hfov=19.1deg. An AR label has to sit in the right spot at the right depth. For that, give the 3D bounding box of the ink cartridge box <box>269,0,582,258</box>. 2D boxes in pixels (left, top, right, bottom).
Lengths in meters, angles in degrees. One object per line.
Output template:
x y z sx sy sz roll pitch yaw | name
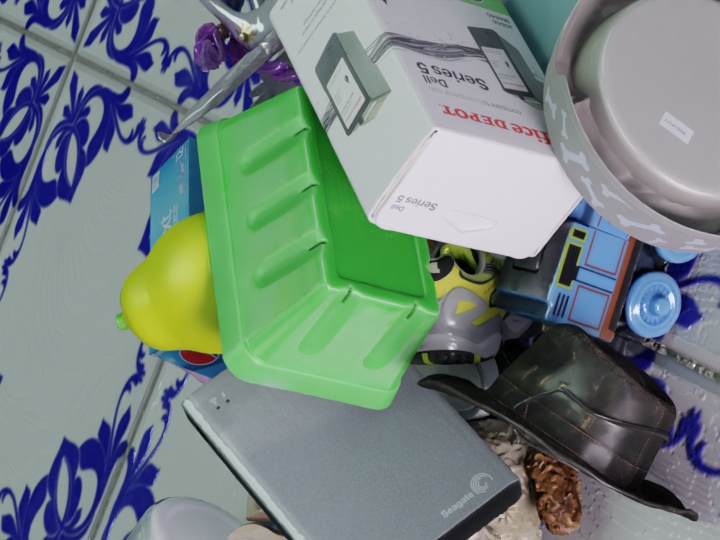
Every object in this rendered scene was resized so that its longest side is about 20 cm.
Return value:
0.046 -0.114 1.389 0.084 0.145 0.200 -53 45 30 | ink cartridge box

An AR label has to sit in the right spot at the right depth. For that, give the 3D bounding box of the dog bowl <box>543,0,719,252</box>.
0.204 -0.102 1.343 0.059 0.200 0.200 133 145 -59 | dog bowl

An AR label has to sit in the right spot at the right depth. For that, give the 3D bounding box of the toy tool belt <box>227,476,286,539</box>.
-0.046 0.190 1.626 0.125 0.123 0.200 70 -151 -67 | toy tool belt

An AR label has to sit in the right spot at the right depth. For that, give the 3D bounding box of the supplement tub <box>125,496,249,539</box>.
-0.172 0.296 1.786 0.200 0.122 0.123 -55 34 25 | supplement tub

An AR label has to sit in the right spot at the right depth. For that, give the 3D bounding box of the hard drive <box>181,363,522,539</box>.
-0.007 0.120 1.427 0.139 0.033 0.200 -35 58 -13 | hard drive

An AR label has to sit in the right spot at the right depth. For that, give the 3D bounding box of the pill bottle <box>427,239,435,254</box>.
0.000 0.000 1.604 0.200 0.113 0.113 -53 -15 -85 | pill bottle

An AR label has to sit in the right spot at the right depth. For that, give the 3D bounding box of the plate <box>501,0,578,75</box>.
0.102 -0.166 1.469 0.200 0.026 0.201 -15 71 51 | plate

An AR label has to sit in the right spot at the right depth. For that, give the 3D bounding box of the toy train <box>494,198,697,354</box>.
0.170 -0.041 1.432 0.087 0.114 0.200 16 88 59 | toy train

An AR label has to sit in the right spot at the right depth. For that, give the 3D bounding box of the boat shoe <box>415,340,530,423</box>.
0.074 0.082 1.573 0.200 0.060 0.076 -172 80 -68 | boat shoe

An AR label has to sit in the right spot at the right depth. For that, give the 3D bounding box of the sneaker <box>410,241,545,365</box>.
0.084 0.012 1.492 0.075 0.200 0.077 -2 99 16 | sneaker

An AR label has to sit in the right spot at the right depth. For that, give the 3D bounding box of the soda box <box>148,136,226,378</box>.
-0.134 -0.012 1.807 0.064 0.068 0.200 -42 38 38 | soda box

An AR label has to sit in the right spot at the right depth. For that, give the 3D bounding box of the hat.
0.138 0.081 1.352 0.081 0.200 0.201 -63 31 2 | hat

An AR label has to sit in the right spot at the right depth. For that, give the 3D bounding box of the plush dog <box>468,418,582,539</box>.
0.065 0.175 1.475 0.172 0.160 0.200 -52 27 -14 | plush dog

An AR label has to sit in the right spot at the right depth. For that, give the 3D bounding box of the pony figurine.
-0.077 -0.191 1.728 0.193 0.166 0.200 -32 81 38 | pony figurine

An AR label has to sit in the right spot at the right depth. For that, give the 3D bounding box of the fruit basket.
-0.059 0.000 1.435 0.215 0.155 0.216 -26 57 49 | fruit basket

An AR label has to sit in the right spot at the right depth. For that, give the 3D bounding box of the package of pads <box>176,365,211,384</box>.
-0.086 0.054 1.830 0.200 0.076 0.121 26 93 59 | package of pads
